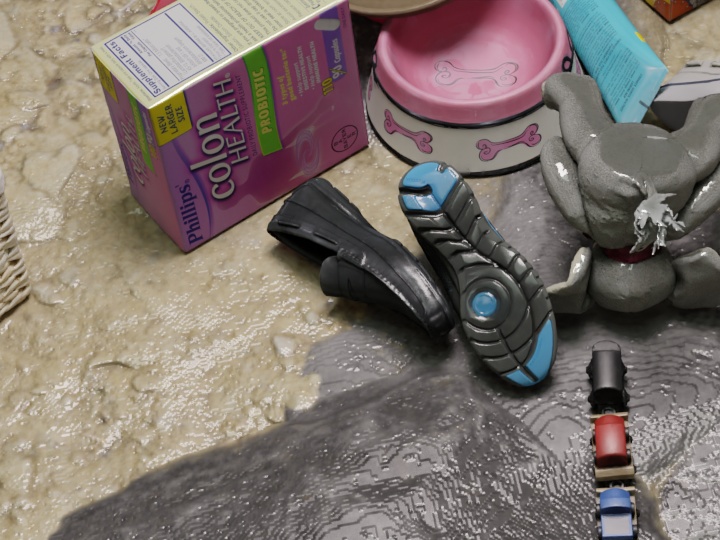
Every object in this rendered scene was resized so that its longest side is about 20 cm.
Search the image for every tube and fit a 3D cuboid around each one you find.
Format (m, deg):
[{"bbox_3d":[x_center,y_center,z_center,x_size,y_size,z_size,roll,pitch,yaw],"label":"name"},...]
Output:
[{"bbox_3d":[0.217,-0.208,1.712,0.050,0.078,0.200,1,42,-23],"label":"tube"}]

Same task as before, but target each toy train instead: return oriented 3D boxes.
[{"bbox_3d":[0.190,0.135,1.437,0.034,0.046,0.201,-3,50,5],"label":"toy train"}]

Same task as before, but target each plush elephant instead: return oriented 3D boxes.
[{"bbox_3d":[0.218,-0.038,1.524,0.164,0.155,0.200,5,43,0],"label":"plush elephant"}]

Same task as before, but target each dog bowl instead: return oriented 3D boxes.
[{"bbox_3d":[0.100,-0.180,1.698,0.199,0.074,0.201,-4,49,4],"label":"dog bowl"}]

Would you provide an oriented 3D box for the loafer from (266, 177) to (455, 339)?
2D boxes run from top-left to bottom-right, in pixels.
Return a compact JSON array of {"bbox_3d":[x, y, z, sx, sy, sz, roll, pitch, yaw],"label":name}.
[{"bbox_3d":[0.000,0.000,1.567,0.070,0.068,0.200,-41,53,-11],"label":"loafer"}]

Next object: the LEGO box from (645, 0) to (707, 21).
[{"bbox_3d":[0.291,-0.345,1.810,0.149,0.077,0.200,-28,52,-16],"label":"LEGO box"}]

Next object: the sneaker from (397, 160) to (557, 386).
[{"bbox_3d":[0.101,0.004,1.541,0.073,0.082,0.201,-27,73,2],"label":"sneaker"}]

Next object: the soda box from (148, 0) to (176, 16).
[{"bbox_3d":[-0.137,-0.261,1.798,0.063,0.070,0.200,12,52,16],"label":"soda box"}]

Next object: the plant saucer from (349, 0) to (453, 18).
[{"bbox_3d":[0.042,-0.303,1.723,0.199,0.030,0.201,-8,58,13],"label":"plant saucer"}]

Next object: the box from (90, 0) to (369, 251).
[{"bbox_3d":[-0.106,-0.147,1.627,0.200,0.176,0.097,-31,52,-18],"label":"box"}]

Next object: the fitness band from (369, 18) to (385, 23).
[{"bbox_3d":[0.077,-0.300,1.830,0.199,0.037,0.144,-21,53,-10],"label":"fitness band"}]

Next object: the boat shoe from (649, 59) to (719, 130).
[{"bbox_3d":[0.321,-0.148,1.592,0.066,0.072,0.200,-56,20,-11],"label":"boat shoe"}]

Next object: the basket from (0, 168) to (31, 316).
[{"bbox_3d":[-0.407,-0.027,1.575,0.198,0.161,0.200,35,63,31],"label":"basket"}]
